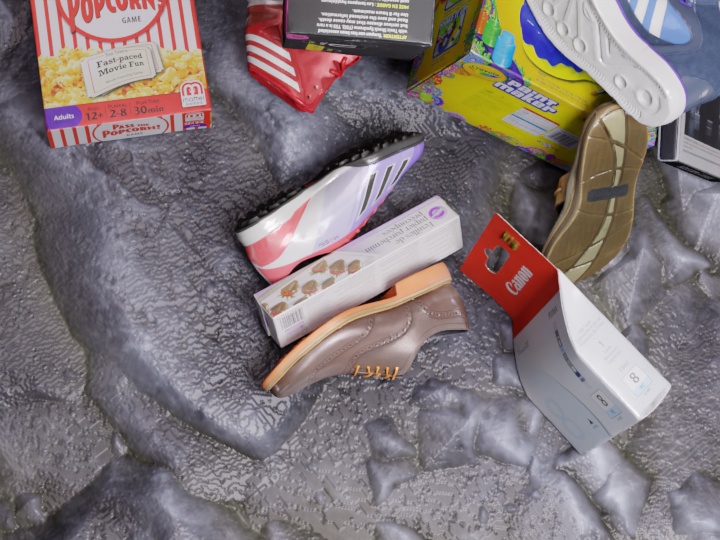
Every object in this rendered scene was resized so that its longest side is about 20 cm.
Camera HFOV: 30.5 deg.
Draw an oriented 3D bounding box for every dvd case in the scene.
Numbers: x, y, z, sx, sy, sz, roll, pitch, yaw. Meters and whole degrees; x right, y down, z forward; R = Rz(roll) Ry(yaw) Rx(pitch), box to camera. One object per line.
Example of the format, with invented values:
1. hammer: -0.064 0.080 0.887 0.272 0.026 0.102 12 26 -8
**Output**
1. dvd case: 0.313 -0.191 1.211 0.024 0.150 0.203 4 88 33

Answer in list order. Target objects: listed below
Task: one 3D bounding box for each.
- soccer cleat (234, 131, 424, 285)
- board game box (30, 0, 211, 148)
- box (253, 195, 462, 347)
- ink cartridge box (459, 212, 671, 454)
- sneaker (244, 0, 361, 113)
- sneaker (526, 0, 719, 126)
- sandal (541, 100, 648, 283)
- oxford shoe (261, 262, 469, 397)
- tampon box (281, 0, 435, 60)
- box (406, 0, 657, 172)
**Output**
1. soccer cleat: -0.018 -0.059 1.198 0.199 0.068 0.074 -33 104 -18
2. board game box: -0.225 -0.223 1.221 0.149 0.046 0.203 -9 75 -9
3. box: 0.000 0.000 1.177 0.198 0.042 0.039 -29 46 -17
4. ink cartridge box: 0.157 0.059 1.128 0.047 0.160 0.200 -42 82 -17
5. sneaker: -0.013 -0.201 1.240 0.197 0.078 0.117 4 89 -4
6. sneaker: 0.239 -0.225 1.109 0.146 0.081 0.201 -34 80 -28
7. sandal: 0.202 -0.070 1.171 0.079 0.202 0.054 -6 40 -18
8. oxford shoe: 0.008 0.068 1.156 0.198 0.071 0.074 -29 84 -14
9. tampon box: 0.000 -0.289 1.122 0.124 0.150 0.203 4 94 -4
10. box: 0.171 -0.223 1.200 0.198 0.122 0.195 22 71 -22
